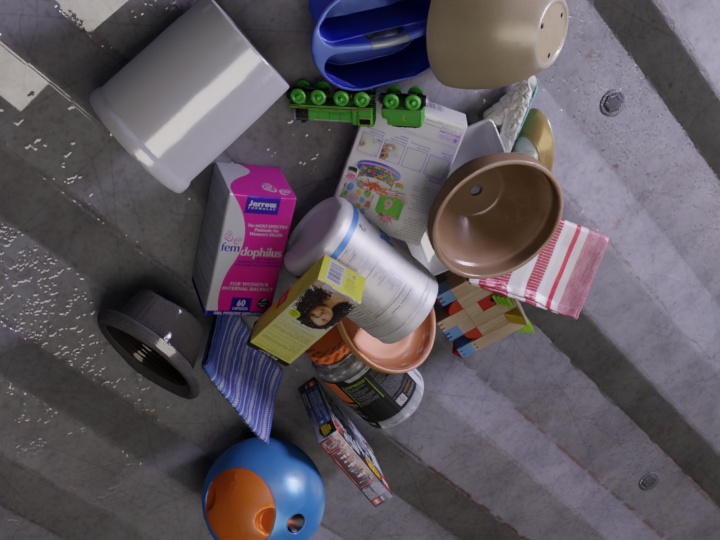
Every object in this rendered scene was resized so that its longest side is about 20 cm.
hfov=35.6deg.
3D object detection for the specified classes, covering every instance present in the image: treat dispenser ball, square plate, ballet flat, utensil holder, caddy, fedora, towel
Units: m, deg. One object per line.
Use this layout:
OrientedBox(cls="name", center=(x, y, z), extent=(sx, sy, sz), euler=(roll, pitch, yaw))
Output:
OrientedBox(cls="treat dispenser ball", center=(-0.157, 0.372, 1.821), extent=(0.200, 0.201, 0.201), euler=(-11, 125, -16))
OrientedBox(cls="square plate", center=(0.144, -0.108, 1.689), extent=(0.198, 0.028, 0.200), euler=(-22, 111, 13))
OrientedBox(cls="ballet flat", center=(0.260, -0.151, 1.730), extent=(0.063, 0.069, 0.200), euler=(-29, 131, -31))
OrientedBox(cls="utensil holder", center=(-0.216, -0.228, 1.432), extent=(0.200, 0.170, 0.170), euler=(-42, 127, 4))
OrientedBox(cls="caddy", center=(0.024, -0.322, 1.502), extent=(0.199, 0.105, 0.142), euler=(-16, 125, -12))
OrientedBox(cls="fedora", center=(-0.290, 0.095, 1.638), extent=(0.090, 0.177, 0.200), euler=(-56, 149, -22))
OrientedBox(cls="ballet flat", center=(0.207, -0.203, 1.684), extent=(0.072, 0.072, 0.200), euler=(5, 119, -25))
OrientedBox(cls="towel", center=(0.276, -0.018, 1.750), extent=(0.199, 0.023, 0.144), euler=(18, 98, -12))
OrientedBox(cls="towel", center=(-0.176, 0.152, 1.713), extent=(0.024, 0.145, 0.200), euler=(-14, 132, 22))

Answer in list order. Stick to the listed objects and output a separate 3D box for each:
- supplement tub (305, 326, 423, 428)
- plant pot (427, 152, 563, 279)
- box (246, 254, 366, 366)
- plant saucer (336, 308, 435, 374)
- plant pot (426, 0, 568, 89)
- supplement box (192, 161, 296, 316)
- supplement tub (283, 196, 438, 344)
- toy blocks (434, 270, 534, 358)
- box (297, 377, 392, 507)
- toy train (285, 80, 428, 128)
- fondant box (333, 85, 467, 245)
OrientedBox(cls="supplement tub", center=(0.004, 0.155, 1.796), extent=(0.122, 0.123, 0.200), euler=(-38, 128, 5))
OrientedBox(cls="plant pot", center=(0.182, -0.093, 1.610), extent=(0.200, 0.093, 0.201), euler=(-11, 127, -14))
OrientedBox(cls="box", center=(-0.078, 0.059, 1.564), extent=(0.075, 0.050, 0.200), euler=(30, 137, -17))
OrientedBox(cls="plant saucer", center=(0.032, 0.065, 1.730), extent=(0.200, 0.201, 0.037), euler=(24, 148, -33))
OrientedBox(cls="plant pot", center=(0.197, -0.329, 1.494), extent=(0.200, 0.134, 0.201), euler=(-35, 136, -43))
OrientedBox(cls="supplement box", center=(-0.170, -0.043, 1.609), extent=(0.101, 0.103, 0.201), euler=(3, 119, -22))
OrientedBox(cls="supplement tub", center=(0.000, 0.000, 1.612), extent=(0.200, 0.132, 0.132), euler=(39, 102, -25))
OrientedBox(cls="toy blocks", center=(0.180, 0.059, 1.834), extent=(0.136, 0.100, 0.200), euler=(-29, 129, 11))
OrientedBox(cls="box", center=(-0.025, 0.286, 1.859), extent=(0.040, 0.137, 0.200), euler=(-32, 128, 4))
OrientedBox(cls="toy train", center=(-0.005, -0.227, 1.546), extent=(0.199, 0.042, 0.057), euler=(4, 123, 10))
OrientedBox(cls="fondant box", center=(0.053, -0.153, 1.627), extent=(0.144, 0.058, 0.200), euler=(18, 114, -6))
